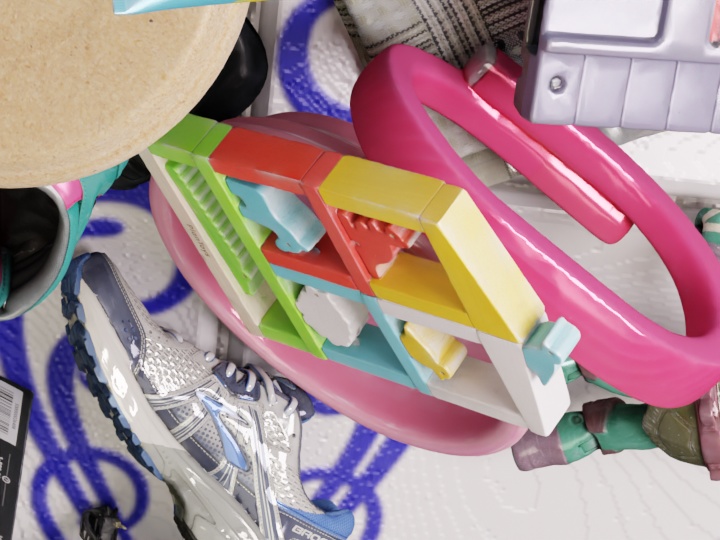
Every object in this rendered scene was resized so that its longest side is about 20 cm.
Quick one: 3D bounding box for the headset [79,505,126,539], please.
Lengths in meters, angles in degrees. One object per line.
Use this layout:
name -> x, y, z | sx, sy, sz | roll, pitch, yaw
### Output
headset -> -0.059, 0.186, 1.204 | 0.199, 0.094, 0.124 | 26, 121, -33

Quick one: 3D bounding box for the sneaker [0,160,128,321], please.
sneaker -> -0.175, -0.026, 0.996 | 0.199, 0.121, 0.084 | -22, 122, 39

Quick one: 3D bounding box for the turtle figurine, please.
turtle figurine -> 0.164, 0.048, 1.088 | 0.198, 0.101, 0.151 | -4, 119, 12

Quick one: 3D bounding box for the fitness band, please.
fitness band -> 0.081, -0.024, 0.976 | 0.199, 0.144, 0.037 | 37, 115, -16

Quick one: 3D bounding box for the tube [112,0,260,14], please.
tube -> -0.007, -0.134, 0.881 | 0.199, 0.078, 0.050 | -3, 167, -32

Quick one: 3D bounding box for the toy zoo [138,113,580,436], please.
toy zoo -> 0.006, 0.003, 0.938 | 0.199, 0.021, 0.132 | 17, 149, 39

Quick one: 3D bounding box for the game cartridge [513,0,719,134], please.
game cartridge -> 0.140, -0.154, 0.952 | 0.128, 0.038, 0.202 | 3, 110, -12

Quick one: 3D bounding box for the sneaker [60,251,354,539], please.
sneaker -> -0.072, 0.068, 1.120 | 0.085, 0.077, 0.201 | -34, 106, -11

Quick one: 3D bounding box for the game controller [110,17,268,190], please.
game controller -> -0.130, -0.126, 1.016 | 0.104, 0.042, 0.200 | -38, 116, 6

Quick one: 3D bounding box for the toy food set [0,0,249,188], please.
toy food set -> -0.137, -0.132, 0.895 | 0.196, 0.049, 0.202 | 1, 101, -2

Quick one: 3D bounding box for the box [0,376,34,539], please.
box -> -0.261, 0.141, 1.115 | 0.124, 0.149, 0.200 | 29, 118, -19

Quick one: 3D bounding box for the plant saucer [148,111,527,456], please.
plant saucer -> 0.000, 0.000, 1.031 | 0.200, 0.051, 0.201 | 29, 154, 16

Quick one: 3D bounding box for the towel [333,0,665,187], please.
towel -> 0.079, -0.133, 1.006 | 0.191, 0.035, 0.201 | -20, 121, 13
